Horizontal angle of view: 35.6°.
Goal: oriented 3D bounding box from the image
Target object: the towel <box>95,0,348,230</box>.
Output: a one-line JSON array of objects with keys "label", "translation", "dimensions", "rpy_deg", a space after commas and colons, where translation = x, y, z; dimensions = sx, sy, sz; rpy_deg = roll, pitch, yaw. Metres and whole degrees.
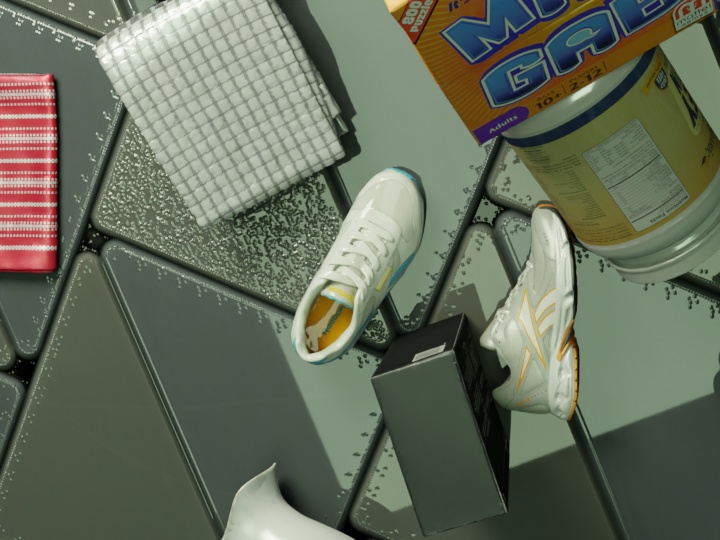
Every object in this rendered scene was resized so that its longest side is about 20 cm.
[{"label": "towel", "translation": [-0.121, -0.161, 1.020], "dimensions": [0.165, 0.086, 0.200], "rpy_deg": [-29, 116, 3]}]

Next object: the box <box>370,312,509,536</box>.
[{"label": "box", "translation": [0.076, 0.129, 0.989], "dimensions": [0.079, 0.200, 0.142], "rpy_deg": [-21, 93, 10]}]

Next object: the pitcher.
[{"label": "pitcher", "translation": [-0.063, 0.313, 1.086], "dimensions": [0.200, 0.121, 0.172], "rpy_deg": [42, 120, 12]}]

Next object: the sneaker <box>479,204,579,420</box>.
[{"label": "sneaker", "translation": [0.155, 0.040, 1.035], "dimensions": [0.092, 0.076, 0.201], "rpy_deg": [0, 96, 13]}]

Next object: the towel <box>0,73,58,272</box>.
[{"label": "towel", "translation": [-0.372, -0.096, 1.119], "dimensions": [0.144, 0.022, 0.201], "rpy_deg": [2, 97, 7]}]

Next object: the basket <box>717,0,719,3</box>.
[{"label": "basket", "translation": [0.347, -0.299, 0.929], "dimensions": [0.199, 0.139, 0.177], "rpy_deg": [13, 100, -3]}]

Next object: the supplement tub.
[{"label": "supplement tub", "translation": [0.215, -0.101, 0.932], "dimensions": [0.144, 0.145, 0.200], "rpy_deg": [-36, 114, 11]}]

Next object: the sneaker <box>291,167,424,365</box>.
[{"label": "sneaker", "translation": [0.000, 0.000, 1.047], "dimensions": [0.076, 0.081, 0.201], "rpy_deg": [26, 99, 6]}]

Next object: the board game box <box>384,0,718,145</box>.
[{"label": "board game box", "translation": [0.104, -0.252, 0.787], "dimensions": [0.199, 0.200, 0.200], "rpy_deg": [-29, 63, 11]}]
